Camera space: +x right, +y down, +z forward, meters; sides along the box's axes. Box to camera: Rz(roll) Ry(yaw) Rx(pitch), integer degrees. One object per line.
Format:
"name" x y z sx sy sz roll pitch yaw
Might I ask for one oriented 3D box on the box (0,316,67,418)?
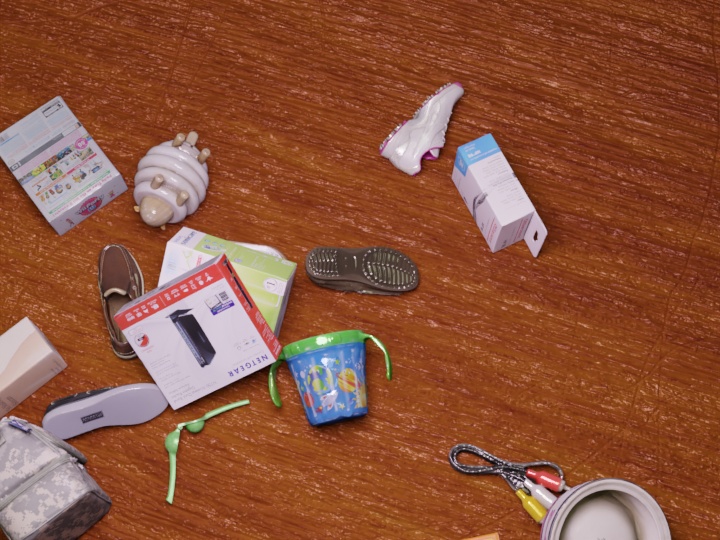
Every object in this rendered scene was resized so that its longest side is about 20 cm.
"box" -0.577 0.175 1.534 0.200 0.095 0.078 -40 74 -13

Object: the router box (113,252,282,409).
"router box" -0.250 0.096 1.501 0.199 0.049 0.181 -27 105 17

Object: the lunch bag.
"lunch bag" -0.473 0.310 1.424 0.139 0.200 0.168 -39 75 -15

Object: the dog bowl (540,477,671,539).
"dog bowl" 0.355 0.406 1.434 0.198 0.074 0.203 1 84 -14

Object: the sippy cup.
"sippy cup" -0.046 0.173 1.524 0.139 0.177 0.132 -3 75 -44

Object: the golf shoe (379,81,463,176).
"golf shoe" 0.124 -0.250 1.722 0.092 0.075 0.200 45 77 0

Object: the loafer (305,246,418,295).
"loafer" 0.000 0.000 1.621 0.198 0.067 0.077 10 71 -13

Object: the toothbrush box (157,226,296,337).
"toothbrush box" -0.218 0.037 1.548 0.198 0.086 0.147 19 110 2

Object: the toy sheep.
"toy sheep" -0.317 -0.157 1.644 0.137 0.138 0.201 21 59 8

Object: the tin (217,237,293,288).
"tin" -0.212 0.003 1.632 0.197 0.042 0.113 7 65 2

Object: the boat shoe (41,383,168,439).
"boat shoe" -0.405 0.212 1.537 0.198 0.069 0.057 -13 31 -10

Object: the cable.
"cable" 0.238 0.312 1.506 0.199 0.050 0.098 31 74 9

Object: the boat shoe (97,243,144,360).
"boat shoe" -0.393 0.041 1.595 0.074 0.075 0.204 -16 70 -6

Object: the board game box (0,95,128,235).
"board game box" -0.525 -0.184 1.688 0.147 0.064 0.200 -36 72 -12

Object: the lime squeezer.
"lime squeezer" -0.262 0.264 1.530 0.070 0.038 0.201 34 72 12

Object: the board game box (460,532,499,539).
"board game box" 0.107 0.497 1.355 0.197 0.200 0.202 -9 69 -4

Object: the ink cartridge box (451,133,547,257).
"ink cartridge box" 0.231 -0.113 1.637 0.066 0.116 0.201 -23 70 -9
